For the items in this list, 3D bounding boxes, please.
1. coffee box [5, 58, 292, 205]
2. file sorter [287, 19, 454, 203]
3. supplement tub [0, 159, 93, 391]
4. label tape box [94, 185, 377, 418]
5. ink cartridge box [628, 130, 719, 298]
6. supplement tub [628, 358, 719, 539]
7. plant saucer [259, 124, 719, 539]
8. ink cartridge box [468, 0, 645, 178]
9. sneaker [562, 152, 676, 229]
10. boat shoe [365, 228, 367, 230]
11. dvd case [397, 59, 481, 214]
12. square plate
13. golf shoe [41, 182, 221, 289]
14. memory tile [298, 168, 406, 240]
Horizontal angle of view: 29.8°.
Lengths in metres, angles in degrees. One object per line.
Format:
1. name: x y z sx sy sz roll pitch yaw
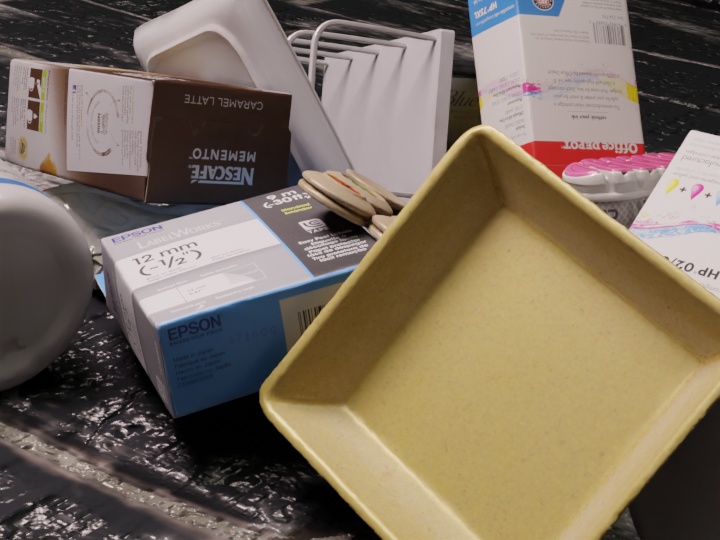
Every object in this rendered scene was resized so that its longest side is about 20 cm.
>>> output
1. coffee box: -0.153 -0.099 0.950 0.114 0.080 0.200 -1 11 -39
2. file sorter: -0.031 -0.124 1.114 0.124 0.139 0.200 4 0 -29
3. supplement tub: -0.266 -0.019 0.851 0.132 0.132 0.200 -8 25 -37
4. label tape box: -0.079 -0.001 0.832 0.143 0.066 0.200 -17 30 -17
5. ink cartridge box: 0.231 0.009 0.895 0.115 0.068 0.200 18 60 34
6. supplement tub: 0.259 0.103 0.732 0.200 0.145 0.144 -5 24 -32
7. plant saucer: 0.074 0.057 0.702 0.200 0.200 0.048 42 8 31
8. ink cartridge box: 0.158 -0.132 1.077 0.116 0.201 0.067 -2 -7 -31
9. sneaker: 0.229 -0.041 1.030 0.200 0.088 0.074 -6 15 -38
10. boat shoe: 0.000 0.000 1.024 0.057 0.069 0.200 38 -4 -32
11. dvd case: 0.087 -0.111 1.181 0.142 0.200 0.018 -2 58 -30
12. square plate: -0.089 -0.108 1.012 0.028 0.198 0.200 -35 15 -29
13. golf shoe: -0.169 -0.012 0.962 0.200 0.075 0.092 3 41 10
14. memory tile: 0.059 -0.006 0.833 0.200 0.017 0.153 33 8 10
